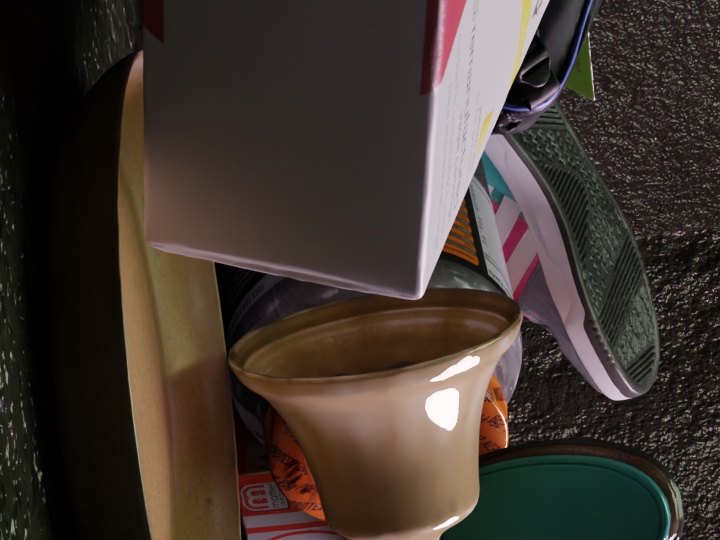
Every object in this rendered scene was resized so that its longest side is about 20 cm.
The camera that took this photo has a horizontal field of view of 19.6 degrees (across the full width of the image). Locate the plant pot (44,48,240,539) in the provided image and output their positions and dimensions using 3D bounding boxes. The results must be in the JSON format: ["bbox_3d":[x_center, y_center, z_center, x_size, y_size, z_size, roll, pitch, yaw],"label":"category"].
[{"bbox_3d":[-0.064,0.036,0.627,0.200,0.027,0.202,-7,90,-87],"label":"plant pot"}]

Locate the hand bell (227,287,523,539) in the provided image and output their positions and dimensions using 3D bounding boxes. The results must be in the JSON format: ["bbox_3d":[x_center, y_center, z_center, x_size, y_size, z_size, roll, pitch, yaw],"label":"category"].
[{"bbox_3d":[0.019,0.117,0.742,0.104,0.103,0.202,-83,165,-76],"label":"hand bell"}]

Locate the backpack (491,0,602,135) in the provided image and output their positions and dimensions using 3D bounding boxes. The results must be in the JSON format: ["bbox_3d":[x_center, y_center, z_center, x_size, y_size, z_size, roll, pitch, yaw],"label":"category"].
[{"bbox_3d":[0.013,-0.165,0.823,0.135,0.199,0.184,81,33,-87],"label":"backpack"}]

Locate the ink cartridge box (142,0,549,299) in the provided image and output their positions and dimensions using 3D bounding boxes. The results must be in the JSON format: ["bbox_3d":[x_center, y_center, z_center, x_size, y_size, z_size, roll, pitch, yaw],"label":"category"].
[{"bbox_3d":[0.008,-0.111,0.600,0.201,0.083,0.146,-65,161,-52],"label":"ink cartridge box"}]

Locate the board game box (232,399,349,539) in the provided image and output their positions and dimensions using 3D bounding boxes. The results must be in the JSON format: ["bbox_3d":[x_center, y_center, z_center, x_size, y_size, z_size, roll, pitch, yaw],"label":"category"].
[{"bbox_3d":[-0.027,0.073,1.003,0.201,0.046,0.152,-93,175,-49],"label":"board game box"}]

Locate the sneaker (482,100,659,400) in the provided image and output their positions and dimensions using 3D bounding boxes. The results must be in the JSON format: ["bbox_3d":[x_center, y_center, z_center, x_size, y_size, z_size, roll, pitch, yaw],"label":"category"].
[{"bbox_3d":[0.055,-0.014,1.018,0.201,0.120,0.084,62,37,-9],"label":"sneaker"}]

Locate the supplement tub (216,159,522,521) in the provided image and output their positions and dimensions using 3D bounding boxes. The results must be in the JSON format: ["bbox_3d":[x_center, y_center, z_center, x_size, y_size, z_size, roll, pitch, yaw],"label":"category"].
[{"bbox_3d":[0.000,0.000,0.876,0.123,0.121,0.201,80,2,-46],"label":"supplement tub"}]

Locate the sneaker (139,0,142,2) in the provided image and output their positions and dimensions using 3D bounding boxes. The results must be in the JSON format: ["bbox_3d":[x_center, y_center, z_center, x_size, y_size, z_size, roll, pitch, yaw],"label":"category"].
[{"bbox_3d":[-0.054,-0.124,0.673,0.200,0.075,0.078,-80,159,-72],"label":"sneaker"}]

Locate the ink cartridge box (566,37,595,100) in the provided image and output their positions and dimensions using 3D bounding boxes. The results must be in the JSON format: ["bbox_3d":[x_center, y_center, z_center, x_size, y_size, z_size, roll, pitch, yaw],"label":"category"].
[{"bbox_3d":[0.020,-0.164,1.076,0.199,0.076,0.149,30,-37,40],"label":"ink cartridge box"}]

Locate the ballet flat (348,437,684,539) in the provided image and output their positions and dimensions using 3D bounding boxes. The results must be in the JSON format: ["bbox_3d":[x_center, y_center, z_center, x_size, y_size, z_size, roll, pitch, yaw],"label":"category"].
[{"bbox_3d":[0.037,0.110,0.805,0.069,0.199,0.068,67,23,3],"label":"ballet flat"}]
